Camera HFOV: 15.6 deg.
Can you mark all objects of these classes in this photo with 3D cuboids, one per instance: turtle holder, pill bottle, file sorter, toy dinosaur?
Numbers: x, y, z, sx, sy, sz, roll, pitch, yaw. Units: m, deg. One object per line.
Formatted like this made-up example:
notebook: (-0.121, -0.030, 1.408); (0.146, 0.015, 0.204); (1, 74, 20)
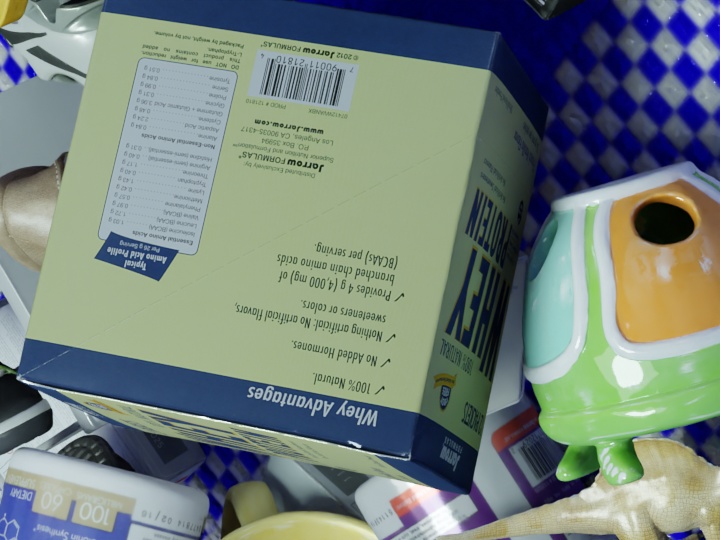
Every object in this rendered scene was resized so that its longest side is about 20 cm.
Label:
turtle holder: (0.146, 0.019, 1.264); (0.140, 0.185, 0.132); (-17, 92, 16)
pill bottle: (0.093, 0.175, 1.423); (0.201, 0.111, 0.111); (58, 140, 4)
file sorter: (-0.185, -0.002, 1.594); (0.201, 0.138, 0.124); (59, 143, 2)
toy dinosaur: (0.148, 0.126, 1.350); (0.199, 0.058, 0.101); (-15, 125, 20)
pill bottle: (-0.166, 0.211, 1.498); (0.119, 0.119, 0.201); (7, 81, 44)

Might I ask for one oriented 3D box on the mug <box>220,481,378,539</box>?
mug: (-0.029, 0.232, 1.529); (0.149, 0.187, 0.154); (12, 136, 5)

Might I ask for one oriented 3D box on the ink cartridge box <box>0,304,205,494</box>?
ink cartridge box: (-0.199, 0.102, 1.747); (0.163, 0.050, 0.200); (55, 145, 5)

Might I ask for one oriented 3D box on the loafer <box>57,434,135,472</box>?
loafer: (-0.133, 0.190, 1.606); (0.073, 0.071, 0.201); (-32, 53, 17)

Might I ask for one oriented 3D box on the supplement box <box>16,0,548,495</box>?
supplement box: (-0.033, -0.015, 1.257); (0.199, 0.134, 0.201); (10, 81, 16)

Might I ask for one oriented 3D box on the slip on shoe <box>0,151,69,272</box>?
slip on shoe: (-0.152, -0.026, 1.388); (0.060, 0.200, 0.077); (-2, 92, 3)

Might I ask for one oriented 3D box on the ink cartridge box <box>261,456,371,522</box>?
ink cartridge box: (0.009, 0.214, 1.590); (0.200, 0.043, 0.174); (40, 135, 23)

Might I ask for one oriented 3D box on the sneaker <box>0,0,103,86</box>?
sneaker: (-0.189, -0.155, 1.539); (0.200, 0.074, 0.089); (43, 153, 50)

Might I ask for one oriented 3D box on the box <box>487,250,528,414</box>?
box: (0.000, 0.000, 1.414); (0.200, 0.077, 0.095); (35, 135, 45)

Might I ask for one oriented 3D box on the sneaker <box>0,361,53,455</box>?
sneaker: (-0.258, 0.055, 1.547); (0.199, 0.072, 0.083); (16, 125, 46)

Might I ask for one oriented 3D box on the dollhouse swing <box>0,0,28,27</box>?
dollhouse swing: (-0.084, -0.179, 1.331); (0.176, 0.200, 0.182); (42, 137, 20)

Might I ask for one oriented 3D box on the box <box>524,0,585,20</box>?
box: (0.073, -0.248, 1.212); (0.200, 0.086, 0.164); (45, 138, 18)
